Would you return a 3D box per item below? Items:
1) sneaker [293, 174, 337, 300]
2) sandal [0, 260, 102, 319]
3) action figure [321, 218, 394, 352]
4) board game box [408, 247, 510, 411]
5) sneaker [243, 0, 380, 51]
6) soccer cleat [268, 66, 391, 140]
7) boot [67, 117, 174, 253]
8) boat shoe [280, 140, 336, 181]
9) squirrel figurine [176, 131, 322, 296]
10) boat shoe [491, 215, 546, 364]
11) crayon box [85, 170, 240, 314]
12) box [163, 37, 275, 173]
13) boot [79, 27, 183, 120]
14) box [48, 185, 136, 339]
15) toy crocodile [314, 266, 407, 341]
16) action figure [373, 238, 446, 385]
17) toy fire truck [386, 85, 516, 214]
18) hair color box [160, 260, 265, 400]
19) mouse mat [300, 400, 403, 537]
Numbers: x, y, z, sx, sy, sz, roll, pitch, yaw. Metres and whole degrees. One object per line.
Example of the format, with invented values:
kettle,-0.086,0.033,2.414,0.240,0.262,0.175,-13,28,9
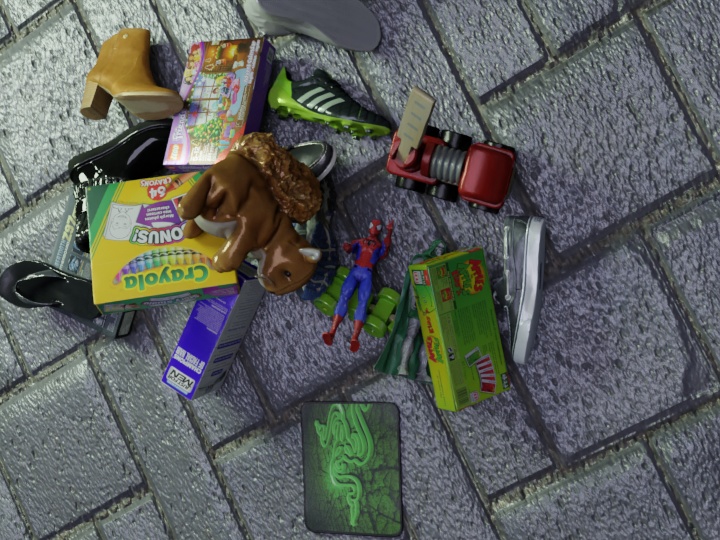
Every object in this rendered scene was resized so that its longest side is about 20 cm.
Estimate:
sneaker,-0.084,-0.049,1.338,0.084,0.077,0.204,-11,63,28
sandal,-0.492,0.028,1.438,0.196,0.043,0.078,8,96,18
action figure,0.000,0.000,1.280,0.064,0.100,0.203,13,59,6
board game box,0.138,0.080,1.261,0.047,0.100,0.205,0,104,59
sneaker,-0.073,-0.370,1.334,0.196,0.115,0.075,17,89,-22
soccer cleat,-0.043,-0.248,1.336,0.196,0.067,0.083,17,84,15
boot,-0.342,-0.124,1.381,0.208,0.080,0.160,-25,58,6
boat shoe,-0.123,-0.151,1.332,0.197,0.060,0.075,-12,53,36
squirrel figurine,-0.120,-0.073,1.216,0.185,0.142,0.202,36,70,0
boat shoe,0.215,0.026,1.266,0.066,0.072,0.205,6,96,20
crayon box,-0.279,-0.042,1.286,0.195,0.058,0.176,-9,70,-7
box,-0.209,-0.243,1.354,0.134,0.039,0.205,3,75,27
boot,-0.338,-0.306,1.388,0.197,0.071,0.147,1,67,27
box,-0.416,-0.014,1.461,0.155,0.051,0.204,22,99,14
toy crocodile,-0.004,0.051,1.340,0.197,0.062,0.068,25,63,13
action figure,0.092,0.053,1.293,0.116,0.054,0.205,16,78,-28
toy fire truck,0.116,-0.159,1.220,0.173,0.200,0.132,17,97,15
hair color box,-0.216,0.086,1.376,0.064,0.109,0.203,26,99,13
mouse mat,-0.014,0.300,1.379,0.157,0.008,0.205,-2,91,16
